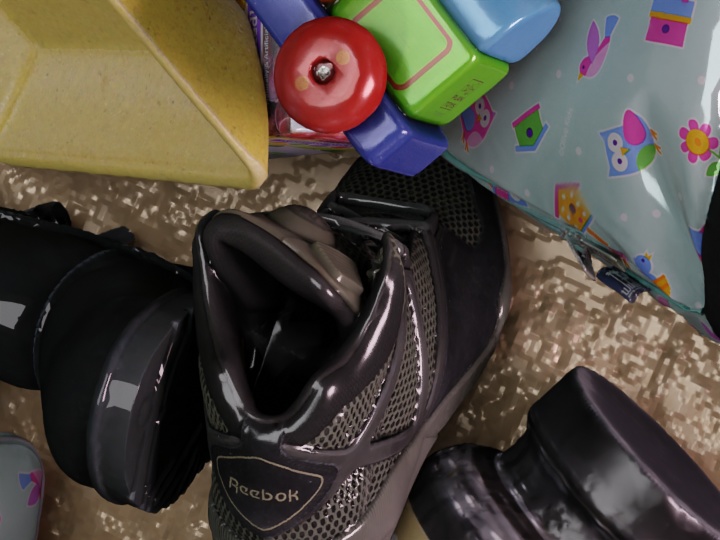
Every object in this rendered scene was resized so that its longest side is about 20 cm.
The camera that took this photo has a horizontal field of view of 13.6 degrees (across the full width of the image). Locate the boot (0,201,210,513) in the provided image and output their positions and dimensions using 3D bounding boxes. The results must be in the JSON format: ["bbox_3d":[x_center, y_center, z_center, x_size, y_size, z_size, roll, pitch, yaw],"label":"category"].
[{"bbox_3d":[-0.121,0.016,1.027,0.162,0.198,0.074,17,100,9],"label":"boot"}]

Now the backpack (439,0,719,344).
[{"bbox_3d":[0.109,-0.066,0.965,0.200,0.126,0.168,32,101,49],"label":"backpack"}]

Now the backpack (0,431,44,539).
[{"bbox_3d":[-0.208,0.127,1.060,0.153,0.176,0.201,18,97,21],"label":"backpack"}]

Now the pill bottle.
[{"bbox_3d":[0.032,0.131,1.015,0.200,0.112,0.112,-46,76,11],"label":"pill bottle"}]

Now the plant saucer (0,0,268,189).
[{"bbox_3d":[-0.126,-0.117,1.000,0.049,0.200,0.200,-51,29,-19],"label":"plant saucer"}]

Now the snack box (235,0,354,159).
[{"bbox_3d":[-0.035,-0.141,1.039,0.142,0.053,0.201,-3,85,61],"label":"snack box"}]

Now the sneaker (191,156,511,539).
[{"bbox_3d":[0.000,0.000,0.987,0.076,0.200,0.115,11,134,17],"label":"sneaker"}]

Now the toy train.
[{"bbox_3d":[-0.011,-0.138,0.920,0.116,0.085,0.200,-39,77,11],"label":"toy train"}]
